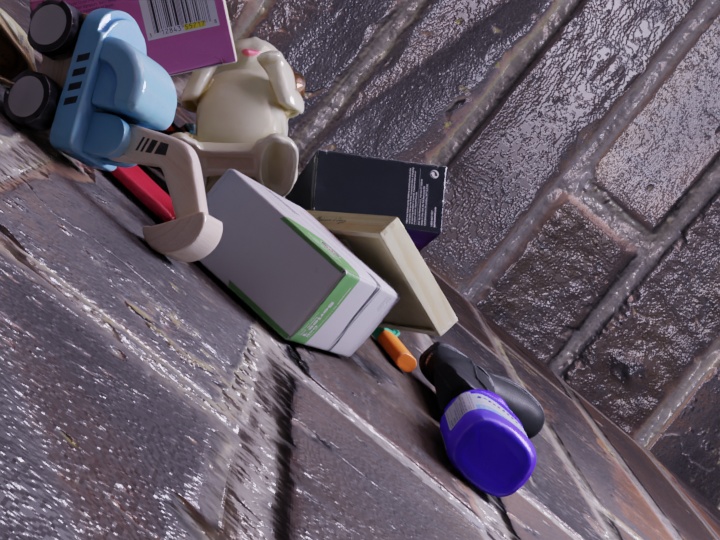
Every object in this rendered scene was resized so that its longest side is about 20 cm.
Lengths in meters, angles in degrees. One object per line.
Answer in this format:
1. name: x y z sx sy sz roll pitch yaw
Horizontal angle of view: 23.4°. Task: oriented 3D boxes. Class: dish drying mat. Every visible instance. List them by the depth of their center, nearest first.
1. dish drying mat: -0.229 -0.101 1.596 0.200 0.018 0.077 42 6 16

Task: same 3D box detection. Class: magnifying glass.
1. magnifying glass: 0.025 0.070 1.972 0.079 0.022 0.200 38 6 -22

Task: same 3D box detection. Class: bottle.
1. bottle: 0.116 0.154 1.634 0.083 0.065 0.200 38 5 -4

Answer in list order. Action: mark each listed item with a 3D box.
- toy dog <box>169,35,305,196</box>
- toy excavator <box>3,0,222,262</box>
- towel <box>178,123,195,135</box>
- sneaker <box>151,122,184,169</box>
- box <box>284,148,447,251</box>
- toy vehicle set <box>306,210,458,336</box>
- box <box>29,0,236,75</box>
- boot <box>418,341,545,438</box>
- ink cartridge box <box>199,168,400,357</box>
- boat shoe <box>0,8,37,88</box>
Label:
1. toy dog: -0.113 -0.152 1.794 0.195 0.138 0.201 73 17 -48
2. toy excavator: -0.191 -0.117 1.444 0.198 0.196 0.100 11 -9 26
3. towel: -0.146 -0.099 1.945 0.147 0.022 0.200 59 4 0
4. sneaker: -0.251 -0.166 1.735 0.108 0.067 0.201 40 1 15
5. box: -0.001 -0.062 1.865 0.140 0.080 0.200 9 -13 -10
6. toy vehicle set: 0.000 0.000 1.717 0.199 0.026 0.125 7 -46 55
7. box: -0.216 -0.243 1.667 0.200 0.174 0.098 -113 -170 -74
8. boot: 0.144 0.152 1.856 0.164 0.066 0.200 30 3 -11
9. ink cartridge box: -0.061 -0.002 1.578 0.146 0.084 0.200 41 4 17
10. boat shoe: -0.351 -0.228 1.475 0.200 0.073 0.063 38 2 -31
